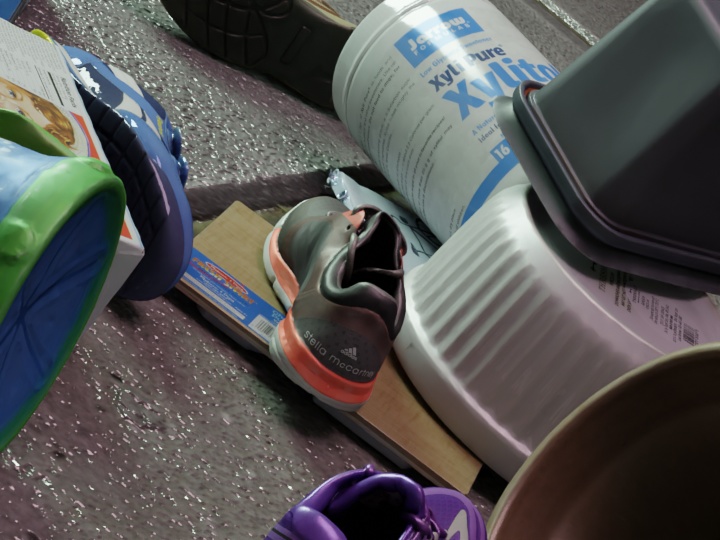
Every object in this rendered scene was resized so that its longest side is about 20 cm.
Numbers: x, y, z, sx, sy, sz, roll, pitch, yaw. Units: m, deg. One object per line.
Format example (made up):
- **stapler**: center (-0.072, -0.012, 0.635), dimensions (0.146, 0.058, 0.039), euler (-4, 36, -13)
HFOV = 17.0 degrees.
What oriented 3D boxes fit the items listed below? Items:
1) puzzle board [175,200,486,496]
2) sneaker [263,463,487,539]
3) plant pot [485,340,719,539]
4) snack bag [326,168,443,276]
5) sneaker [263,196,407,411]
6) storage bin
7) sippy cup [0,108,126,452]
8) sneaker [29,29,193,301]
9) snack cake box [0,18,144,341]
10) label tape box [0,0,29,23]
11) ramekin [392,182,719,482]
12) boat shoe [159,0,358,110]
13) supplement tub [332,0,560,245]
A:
- **puzzle board**: center (-0.012, 0.043, 1.323), dimensions (0.199, 0.017, 0.151), euler (37, 20, 1)
- **sneaker**: center (0.014, 0.124, 1.064), dimensions (0.080, 0.084, 0.200), euler (38, 18, 17)
- **plant pot**: center (0.180, 0.161, 1.150), dimensions (0.175, 0.200, 0.201), euler (46, 13, -27)
- **snack bag**: center (0.070, 0.025, 1.503), dimensions (0.199, 0.021, 0.189), euler (29, 19, -23)
- **sneaker**: center (0.000, 0.000, 1.292), dimensions (0.077, 0.082, 0.200), euler (30, 21, -17)
- **storage bin**: center (0.193, -0.088, 1.383), dimensions (0.199, 0.134, 0.146), euler (14, 41, -49)
- **sippy cup**: center (-0.183, -0.007, 0.977), dimensions (0.130, 0.141, 0.178), euler (27, 0, 7)
- **sneaker**: center (-0.124, -0.054, 1.268), dimensions (0.082, 0.074, 0.200), euler (22, 24, -41)
- **snack cake box**: center (-0.189, -0.059, 1.171), dimensions (0.115, 0.067, 0.200), euler (26, 21, -33)
- **label tape box**: center (-0.250, -0.209, 1.425), dimensions (0.144, 0.063, 0.200), euler (33, 19, -10)
- **ramekin**: center (0.122, 0.040, 1.366), dimensions (0.199, 0.105, 0.201), euler (33, 22, -15)
- **boat shoe**: center (-0.072, -0.180, 1.673), dimensions (0.199, 0.076, 0.074), euler (34, 11, -33)
- **supplement tub**: center (0.082, -0.080, 1.545), dimensions (0.131, 0.132, 0.200), euler (15, 27, -47)
